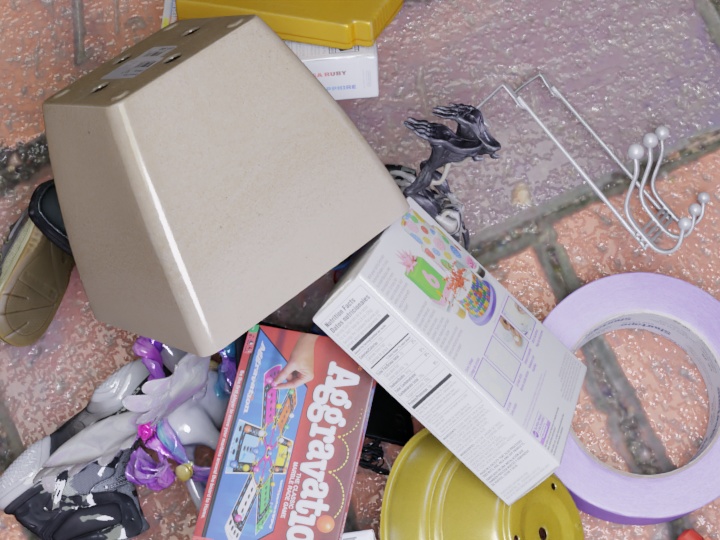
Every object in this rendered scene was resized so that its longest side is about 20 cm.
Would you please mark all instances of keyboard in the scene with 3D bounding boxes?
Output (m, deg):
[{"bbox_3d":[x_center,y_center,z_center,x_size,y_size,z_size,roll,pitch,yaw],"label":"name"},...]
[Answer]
[{"bbox_3d":[-0.033,0.108,1.175,0.039,0.199,0.105,-27,58,34],"label":"keyboard"}]

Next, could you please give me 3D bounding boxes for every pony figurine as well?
[{"bbox_3d":[-0.137,0.118,1.142,0.166,0.193,0.201,-33,101,30],"label":"pony figurine"}]

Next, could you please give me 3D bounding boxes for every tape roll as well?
[{"bbox_3d":[0.230,0.107,1.216,0.198,0.066,0.203,0,77,2],"label":"tape roll"}]

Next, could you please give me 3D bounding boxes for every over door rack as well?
[{"bbox_3d":[0.203,-0.103,1.223,0.199,0.148,0.067,39,111,9],"label":"over door rack"}]

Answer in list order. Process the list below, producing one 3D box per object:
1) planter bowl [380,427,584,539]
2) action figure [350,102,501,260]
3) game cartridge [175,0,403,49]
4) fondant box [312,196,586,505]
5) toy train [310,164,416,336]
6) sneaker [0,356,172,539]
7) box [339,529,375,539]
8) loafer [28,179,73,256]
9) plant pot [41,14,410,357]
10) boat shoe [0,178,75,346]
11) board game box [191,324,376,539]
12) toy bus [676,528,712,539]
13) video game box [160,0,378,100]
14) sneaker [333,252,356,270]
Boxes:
[{"bbox_3d":[0.113,0.206,1.125,0.199,0.083,0.203,19,62,-39],"label":"planter bowl"},{"bbox_3d":[0.045,-0.040,1.207,0.101,0.202,0.119,26,33,14],"label":"action figure"},{"bbox_3d":[-0.038,-0.256,1.259,0.174,0.033,0.201,12,43,19],"label":"game cartridge"},{"bbox_3d":[0.072,0.056,1.096,0.200,0.144,0.058,44,120,-6],"label":"fondant box"},{"bbox_3d":[0.000,0.000,1.265,0.045,0.034,0.202,17,76,11],"label":"toy train"},{"bbox_3d":[-0.197,0.157,1.214,0.200,0.075,0.114,-41,88,-13],"label":"sneaker"},{"bbox_3d":[-0.064,0.263,1.115,0.174,0.200,0.098,-10,75,0],"label":"box"},{"bbox_3d":[-0.178,-0.025,1.225,0.199,0.070,0.069,25,75,-17],"label":"loafer"},{"bbox_3d":[-0.119,-0.079,1.087,0.199,0.199,0.178,-35,115,-25],"label":"plant pot"},{"bbox_3d":[-0.271,-0.028,1.261,0.064,0.073,0.201,2,55,42],"label":"boat shoe"},{"bbox_3d":[-0.053,0.138,1.050,0.102,0.020,0.202,9,63,7],"label":"board game box"},{"bbox_3d":[0.297,0.304,1.140,0.191,0.136,0.200,36,82,23],"label":"toy bus"},{"bbox_3d":[-0.079,-0.209,1.260,0.180,0.047,0.201,-3,38,-1],"label":"video game box"},{"bbox_3d":[-0.045,-0.092,1.255,0.070,0.083,0.202,-11,68,7],"label":"sneaker"}]
